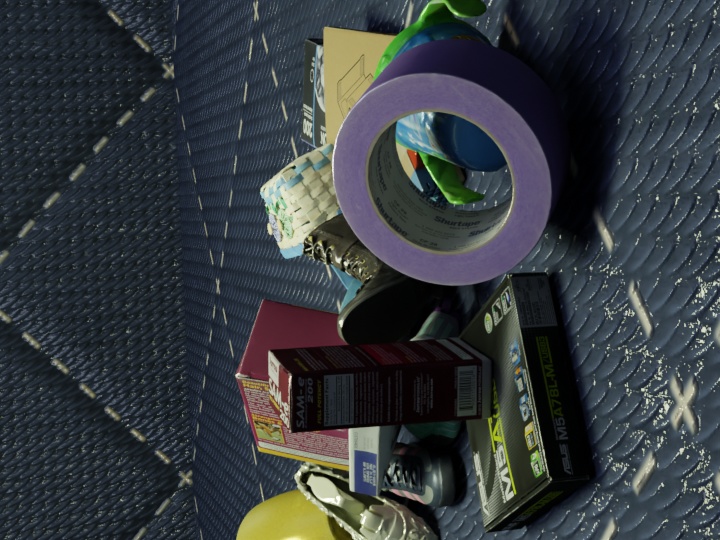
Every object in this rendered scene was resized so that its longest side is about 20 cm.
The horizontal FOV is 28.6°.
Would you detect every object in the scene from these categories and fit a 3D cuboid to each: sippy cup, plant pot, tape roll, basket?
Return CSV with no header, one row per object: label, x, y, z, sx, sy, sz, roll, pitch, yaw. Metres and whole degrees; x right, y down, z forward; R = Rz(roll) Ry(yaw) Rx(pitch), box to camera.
sippy cup,0.098,-0.159,1.342,0.178,0.140,0.130,48,178,-37
plant pot,-0.044,0.367,1.872,0.142,0.199,0.202,-40,50,38
tape roll,0.080,-0.094,1.243,0.085,0.198,0.202,-55,-24,-56
basket,-0.036,-0.054,1.831,0.201,0.139,0.176,52,164,-6

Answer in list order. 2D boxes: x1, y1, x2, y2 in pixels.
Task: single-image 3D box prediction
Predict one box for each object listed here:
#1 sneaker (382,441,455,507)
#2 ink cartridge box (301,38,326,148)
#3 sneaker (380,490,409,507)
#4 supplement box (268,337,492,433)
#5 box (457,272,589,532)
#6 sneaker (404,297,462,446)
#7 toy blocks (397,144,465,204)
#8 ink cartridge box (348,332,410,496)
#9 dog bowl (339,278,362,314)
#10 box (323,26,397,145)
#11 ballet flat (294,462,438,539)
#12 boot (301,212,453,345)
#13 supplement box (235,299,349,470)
sneaker,0.051,0.239,1.645,0.200,0.081,0.071,166,103,-74
ink cartridge box,-0.037,-0.209,1.944,0.198,0.043,0.202,-141,49,-67
sneaker,0.024,0.343,1.765,0.115,0.080,0.201,117,145,-56
supplement box,0.017,0.109,1.367,0.109,0.198,0.062,-147,56,-73
box,0.148,0.129,1.348,0.193,0.047,0.202,124,141,-63
sneaker,0.091,0.116,1.556,0.088,0.074,0.201,-58,-19,-30
toy blocks,0.064,-0.130,1.544,0.200,0.099,0.138,114,137,-60
ink cartridge box,0.029,0.116,1.586,0.201,0.040,0.201,89,-166,-47
dog bowl,0.014,0.078,1.720,0.111,0.049,0.201,-46,-29,-48
box,0.007,-0.214,1.753,0.200,0.021,0.165,23,116,59
ballet flat,-0.002,0.289,1.682,0.199,0.072,0.072,28,129,27
boot,0.000,0.000,1.524,0.173,0.199,0.070,23,132,38
supplement box,-0.057,0.135,1.614,0.201,0.130,0.104,85,-161,-59
